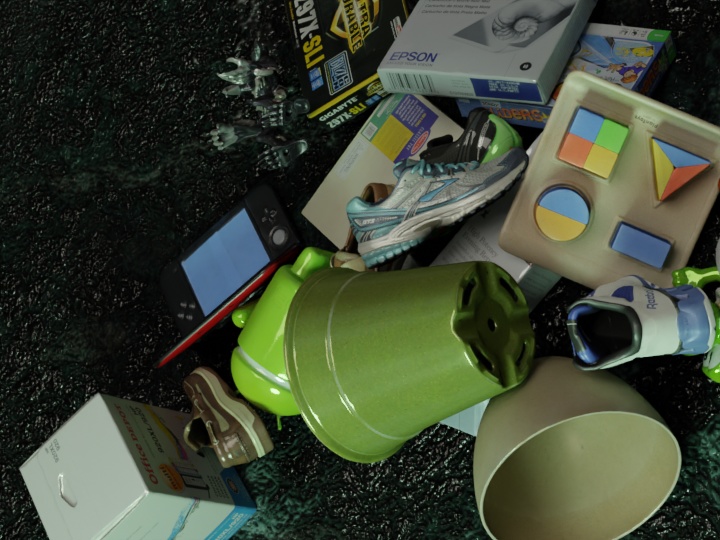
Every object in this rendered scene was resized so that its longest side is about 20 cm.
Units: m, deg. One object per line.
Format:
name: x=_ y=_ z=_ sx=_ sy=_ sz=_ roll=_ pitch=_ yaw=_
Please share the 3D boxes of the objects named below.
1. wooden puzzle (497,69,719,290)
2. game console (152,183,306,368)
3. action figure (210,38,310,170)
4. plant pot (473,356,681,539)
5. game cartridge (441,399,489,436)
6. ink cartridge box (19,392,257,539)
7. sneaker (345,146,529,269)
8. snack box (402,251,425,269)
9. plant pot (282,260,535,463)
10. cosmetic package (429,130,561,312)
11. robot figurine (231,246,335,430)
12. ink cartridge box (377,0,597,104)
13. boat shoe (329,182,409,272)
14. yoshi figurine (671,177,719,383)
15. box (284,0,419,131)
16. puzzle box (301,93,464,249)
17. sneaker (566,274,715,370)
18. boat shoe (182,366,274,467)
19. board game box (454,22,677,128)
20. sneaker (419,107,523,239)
wooden puzzle: x=0.255 y=-0.074 z=1.516 sx=0.185 sy=0.046 sz=0.201 roll=23 pitch=104 yaw=3
game console: x=-0.174 y=0.003 z=1.810 sx=0.200 sy=0.119 sz=0.173 roll=-39 pitch=59 yaw=18
action figure: x=-0.127 y=-0.200 z=1.813 sx=0.200 sy=0.102 sz=0.119 roll=-127 pitch=34 yaw=-57
plant pot: x=0.193 y=0.162 z=1.489 sx=0.200 sy=0.200 sz=0.135 roll=-40 pitch=39 yaw=18
game cartridge: x=0.079 y=0.089 z=1.615 sx=0.200 sy=0.040 sz=0.134 roll=16 pitch=107 yaw=50
ink cartridge box: x=-0.253 y=0.251 z=1.742 sx=0.145 sy=0.200 sz=0.147 roll=-44 pitch=58 yaw=16
sneaker: x=0.075 y=-0.082 z=1.552 sx=0.199 sy=0.078 sz=0.087 roll=-29 pitch=90 yaw=4
snack box: x=0.084 y=0.066 z=1.676 sx=0.072 sy=0.024 sz=0.200 roll=-48 pitch=56 yaw=13
plant pot: x=0.061 y=0.073 z=1.477 sx=0.189 sy=0.200 sz=0.201 roll=-17 pitch=67 yaw=40
cosmetic package: x=0.176 y=-0.038 z=1.615 sx=0.200 sy=0.074 sz=0.102 roll=-52 pitch=56 yaw=13
robot figurine: x=-0.071 y=0.075 z=1.718 sx=0.175 sy=0.116 sz=0.201 roll=36 pitch=102 yaw=33
ink cartridge box: x=0.145 y=-0.267 z=1.656 sx=0.199 sy=0.041 sz=0.200 roll=8 pitch=53 yaw=31
boat shoe: x=0.000 y=0.000 z=1.625 sx=0.076 sy=0.074 sz=0.201 roll=9 pitch=80 yaw=56
yoshi figurine: x=0.345 y=0.005 z=1.465 sx=0.112 sy=0.112 sz=0.201 roll=16 pitch=94 yaw=32
box: x=-0.004 y=-0.285 z=1.804 sx=0.159 sy=0.049 sz=0.201 roll=-29 pitch=55 yaw=27
puzzle box: x=0.033 y=-0.107 z=1.758 sx=0.133 sy=0.025 sz=0.200 roll=44 pitch=102 yaw=35
sneaker: x=0.234 y=0.048 z=1.442 sx=0.199 sy=0.115 sz=0.081 roll=174 pitch=90 yaw=-70
boat shoe: x=-0.173 y=0.169 z=1.747 sx=0.075 sy=0.075 sz=0.202 roll=-32 pitch=23 yaw=-15
board game box: x=0.217 y=-0.207 z=1.622 sx=0.199 sy=0.035 sz=0.136 roll=12 pitch=55 yaw=35
sneaker: x=0.096 y=-0.100 z=1.662 sx=0.200 sy=0.077 sz=0.084 roll=-47 pitch=71 yaw=31
